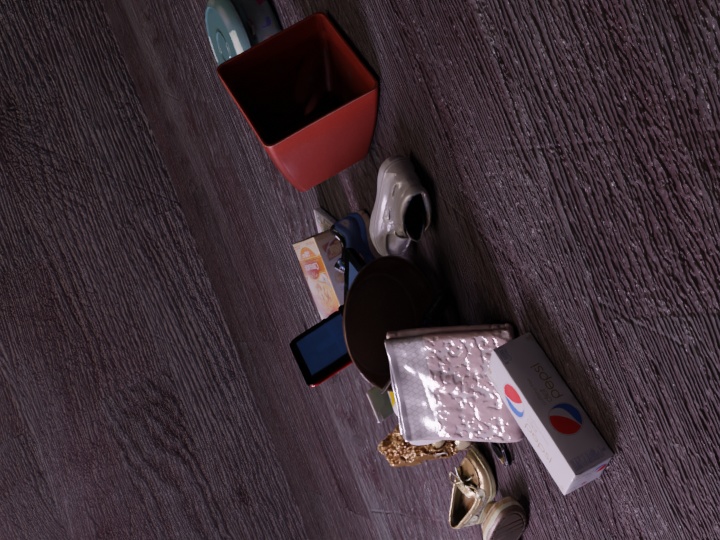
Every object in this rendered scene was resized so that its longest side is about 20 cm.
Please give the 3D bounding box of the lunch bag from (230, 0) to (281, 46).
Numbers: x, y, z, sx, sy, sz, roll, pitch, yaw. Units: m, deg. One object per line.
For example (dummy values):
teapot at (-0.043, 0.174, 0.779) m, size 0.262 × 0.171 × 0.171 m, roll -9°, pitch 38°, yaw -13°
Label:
lunch bag at (-0.206, -0.430, 1.939) m, size 0.163 × 0.076 × 0.200 m, roll 69°, pitch 162°, yaw -2°

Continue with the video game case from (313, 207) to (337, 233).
video game case at (-0.033, -0.026, 1.997) m, size 0.200 × 0.018 × 0.145 m, roll 41°, pitch 147°, yaw 55°

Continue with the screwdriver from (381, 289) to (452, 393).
screwdriver at (0.087, 0.110, 1.543) m, size 0.029 × 0.202 × 0.028 m, roll 29°, pitch 153°, yaw 3°

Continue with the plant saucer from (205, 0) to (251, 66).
plant saucer at (-0.246, -0.418, 1.904) m, size 0.201 × 0.027 × 0.202 m, roll 55°, pitch 158°, yaw 34°

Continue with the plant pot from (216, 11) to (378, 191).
plant pot at (-0.087, -0.251, 1.636) m, size 0.201 × 0.198 × 0.177 m, roll 56°, pitch 170°, yaw 32°

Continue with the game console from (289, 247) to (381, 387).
game console at (-0.045, 0.071, 1.664) m, size 0.200 × 0.116 × 0.176 m, roll -130°, pitch 39°, yaw -68°

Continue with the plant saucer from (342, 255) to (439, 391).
plant saucer at (0.040, 0.081, 1.544) m, size 0.036 × 0.199 × 0.204 m, roll -7°, pitch 106°, yaw 47°

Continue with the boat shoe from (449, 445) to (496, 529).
boat shoe at (0.187, 0.379, 1.744) m, size 0.074 × 0.062 × 0.202 m, roll 52°, pitch 156°, yaw 42°

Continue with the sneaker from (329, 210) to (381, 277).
sneaker at (0.000, 0.000, 1.800) m, size 0.079 × 0.088 × 0.203 m, roll 122°, pitch 128°, yaw -70°

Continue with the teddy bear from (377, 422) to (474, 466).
teddy bear at (0.113, 0.289, 1.755) m, size 0.200 × 0.142 × 0.068 m, roll 127°, pitch 140°, yaw -66°

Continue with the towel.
towel at (0.138, 0.169, 1.481) m, size 0.032 × 0.187 × 0.203 m, roll -74°, pitch -23°, yaw -55°

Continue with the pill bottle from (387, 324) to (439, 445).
pill bottle at (0.094, 0.167, 1.637) m, size 0.115 × 0.112 × 0.203 m, roll 102°, pitch 153°, yaw -61°

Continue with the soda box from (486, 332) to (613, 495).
soda box at (0.245, 0.186, 1.347) m, size 0.202 × 0.063 × 0.069 m, roll 59°, pitch 160°, yaw 28°

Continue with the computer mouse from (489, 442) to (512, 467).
computer mouse at (0.180, 0.238, 1.649) m, size 0.201 × 0.034 × 0.059 m, roll 54°, pitch 157°, yaw 37°

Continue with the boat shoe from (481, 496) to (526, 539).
boat shoe at (0.224, 0.413, 1.678) m, size 0.202 × 0.070 × 0.077 m, roll 91°, pitch 163°, yaw -51°

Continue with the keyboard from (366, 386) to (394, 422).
keyboard at (0.059, 0.218, 1.816) m, size 0.057 × 0.011 × 0.199 m, roll 62°, pitch -157°, yaw 4°

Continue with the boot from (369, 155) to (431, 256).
boot at (0.063, -0.071, 1.564) m, size 0.202 × 0.072 × 0.096 m, roll 89°, pitch 160°, yaw -46°

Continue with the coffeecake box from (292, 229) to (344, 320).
coffeecake box at (-0.045, 0.025, 1.945) m, size 0.203 × 0.072 × 0.153 m, roll 69°, pitch 161°, yaw -3°
